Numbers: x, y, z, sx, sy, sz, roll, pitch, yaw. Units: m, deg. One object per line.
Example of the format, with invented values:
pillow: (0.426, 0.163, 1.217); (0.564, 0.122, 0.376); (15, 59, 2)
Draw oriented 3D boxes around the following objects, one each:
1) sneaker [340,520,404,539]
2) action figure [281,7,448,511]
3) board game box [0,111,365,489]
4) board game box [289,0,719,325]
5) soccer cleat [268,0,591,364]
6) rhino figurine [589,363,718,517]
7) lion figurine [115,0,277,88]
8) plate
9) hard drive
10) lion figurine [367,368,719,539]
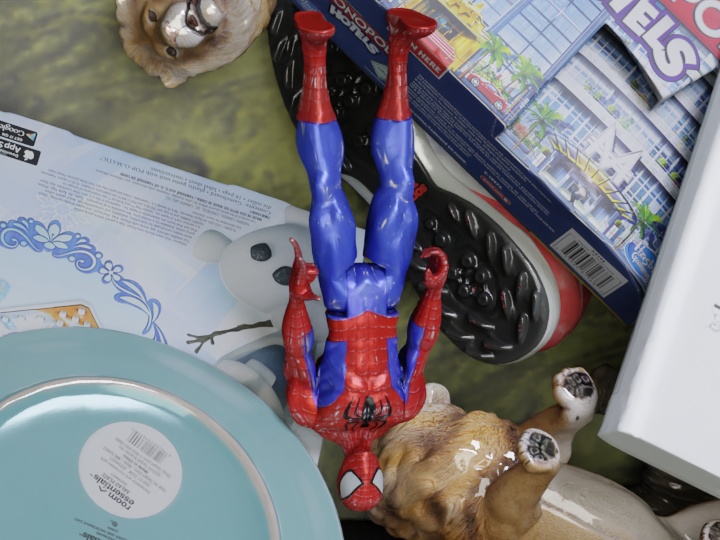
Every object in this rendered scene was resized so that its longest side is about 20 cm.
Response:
sneaker: (0.057, 0.184, 1.287); (0.201, 0.067, 0.108); (16, 106, 2)
action figure: (0.000, 0.000, 1.177); (0.065, 0.052, 0.200); (-5, 109, -16)
board game box: (-0.111, 0.043, 1.218); (0.200, 0.043, 0.199); (18, 55, -7)
board game box: (0.110, -0.118, 1.242); (0.200, 0.062, 0.200); (43, 68, -2)
soccer cleat: (0.029, -0.052, 1.278); (0.068, 0.073, 0.200); (-37, 81, 27)
rhino figurine: (0.136, 0.060, 1.293); (0.087, 0.060, 0.200); (12, 98, -6)
lion figurine: (-0.075, -0.187, 1.251); (0.122, 0.072, 0.200); (-26, 82, 22)
plate: (-0.099, 0.106, 1.144); (0.200, 0.026, 0.200); (7, 60, -13)
hard drive: (0.183, 0.001, 1.196); (0.132, 0.026, 0.200); (26, 70, -18)
lion figurine: (0.097, 0.105, 1.236); (0.200, 0.123, 0.073); (30, 53, -4)
